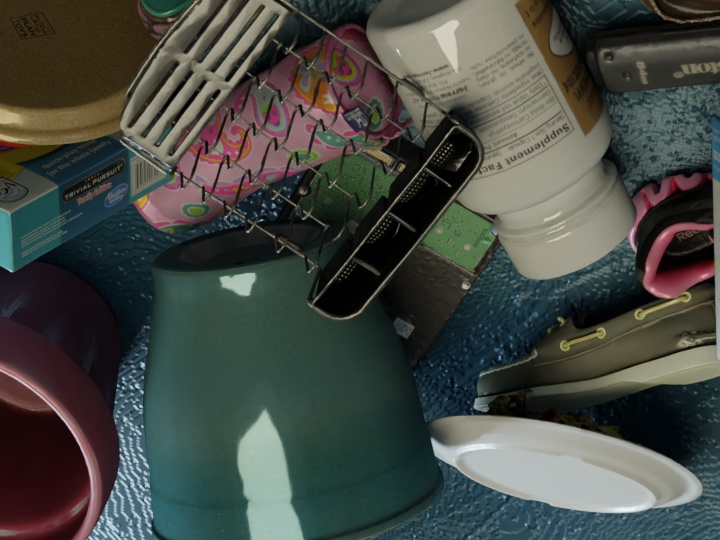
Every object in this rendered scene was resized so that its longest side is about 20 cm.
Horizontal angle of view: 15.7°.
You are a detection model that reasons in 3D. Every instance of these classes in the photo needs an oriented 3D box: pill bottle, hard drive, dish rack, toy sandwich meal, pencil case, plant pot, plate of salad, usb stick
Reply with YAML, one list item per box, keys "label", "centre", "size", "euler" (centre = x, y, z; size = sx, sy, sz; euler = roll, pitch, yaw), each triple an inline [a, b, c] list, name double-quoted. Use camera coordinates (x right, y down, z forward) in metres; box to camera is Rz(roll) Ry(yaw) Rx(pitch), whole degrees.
- label: "pill bottle"
  centre: [0.097, -0.100, 1.679]
  size: [0.114, 0.114, 0.200]
  euler: [-20, 114, 23]
- label: "hard drive"
  centre: [0.000, 0.000, 1.809]
  size: [0.140, 0.038, 0.200]
  euler: [29, 124, -5]
- label: "dish rack"
  centre: [-0.043, -0.081, 1.606]
  size: [0.200, 0.055, 0.153]
  euler: [34, 109, -14]
- label: "toy sandwich meal"
  centre: [-0.212, -0.134, 1.684]
  size: [0.205, 0.205, 0.070]
  euler: [17, 133, 3]
- label: "pencil case"
  centre: [-0.064, -0.090, 1.726]
  size: [0.200, 0.087, 0.087]
  euler: [-22, 114, 33]
- label: "plant pot"
  centre: [-0.253, 0.090, 1.840]
  size: [0.200, 0.179, 0.200]
  euler: [6, 122, 10]
- label: "plant pot"
  centre: [-0.057, 0.070, 1.737]
  size: [0.200, 0.200, 0.188]
  euler: [-5, 104, 17]
- label: "plate of salad"
  centre: [0.139, 0.124, 1.804]
  size: [0.200, 0.048, 0.200]
  euler: [13, 163, 4]
- label: "usb stick"
  centre: [0.244, -0.141, 1.660]
  size: [0.200, 0.033, 0.055]
  euler: [-4, 154, 16]

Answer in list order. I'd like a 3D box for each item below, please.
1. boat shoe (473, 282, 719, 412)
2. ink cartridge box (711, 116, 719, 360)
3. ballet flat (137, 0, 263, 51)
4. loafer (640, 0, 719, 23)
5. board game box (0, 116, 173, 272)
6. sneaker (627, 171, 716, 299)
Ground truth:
- label: "boat shoe"
  centre: [0.164, 0.057, 1.791]
  size: [0.202, 0.072, 0.060]
  euler: [-15, 76, 34]
- label: "ink cartridge box"
  centre: [0.283, 0.002, 1.629]
  size: [0.115, 0.068, 0.200]
  euler: [-4, 103, -8]
- label: "ballet flat"
  centre: [-0.053, -0.211, 1.665]
  size: [0.200, 0.069, 0.071]
  euler: [-41, 146, 4]
- label: "loafer"
  centre: [0.261, -0.196, 1.606]
  size: [0.200, 0.071, 0.073]
  euler: [-15, 116, 21]
- label: "board game box"
  centre: [-0.247, -0.082, 1.707]
  size: [0.200, 0.151, 0.047]
  euler: [24, 128, 31]
- label: "sneaker"
  centre: [0.257, -0.043, 1.688]
  size: [0.200, 0.095, 0.079]
  euler: [-34, 106, 27]
